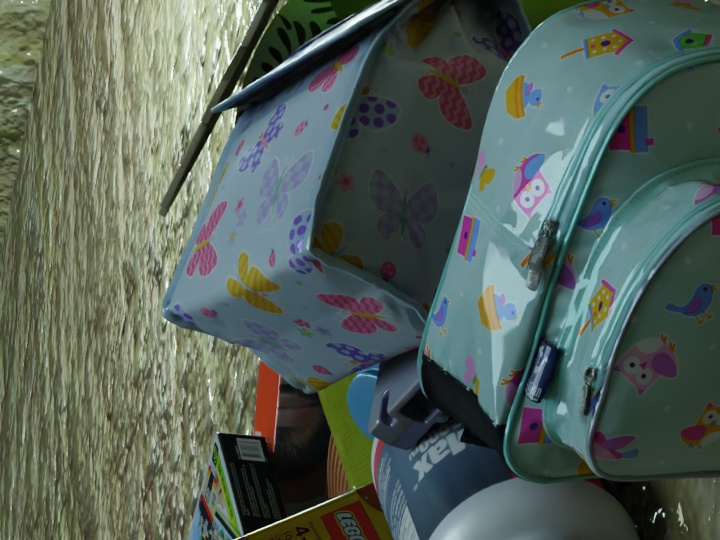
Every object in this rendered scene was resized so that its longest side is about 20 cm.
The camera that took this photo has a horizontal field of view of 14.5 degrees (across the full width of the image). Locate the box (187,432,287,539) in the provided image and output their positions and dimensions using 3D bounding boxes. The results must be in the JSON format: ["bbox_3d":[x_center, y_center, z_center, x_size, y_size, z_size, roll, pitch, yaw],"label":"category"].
[{"bbox_3d":[-0.071,0.202,1.755,0.200,0.035,0.110,-111,32,-57],"label":"box"}]

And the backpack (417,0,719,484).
[{"bbox_3d":[0.132,-0.011,1.193,0.153,0.175,0.201,30,115,56],"label":"backpack"}]

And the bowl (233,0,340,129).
[{"bbox_3d":[0.025,-0.084,1.715,0.094,0.200,0.202,20,108,39],"label":"bowl"}]

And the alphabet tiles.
[{"bbox_3d":[-0.065,-0.126,1.595,0.167,0.006,0.200,-61,3,40],"label":"alphabet tiles"}]

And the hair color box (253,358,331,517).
[{"bbox_3d":[-0.011,0.102,1.846,0.064,0.110,0.201,176,98,-75],"label":"hair color box"}]

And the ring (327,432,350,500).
[{"bbox_3d":[0.024,0.179,1.692,0.200,0.019,0.201,166,90,-72],"label":"ring"}]

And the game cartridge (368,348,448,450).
[{"bbox_3d":[0.070,-0.010,1.430,0.200,0.038,0.130,-49,19,46],"label":"game cartridge"}]

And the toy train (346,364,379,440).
[{"bbox_3d":[0.000,0.000,1.584,0.200,0.116,0.085,54,131,8],"label":"toy train"}]

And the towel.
[{"bbox_3d":[-0.009,0.071,1.656,0.086,0.018,0.201,127,126,-68],"label":"towel"}]

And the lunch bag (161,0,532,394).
[{"bbox_3d":[-0.002,-0.058,1.447,0.169,0.127,0.201,-23,42,58],"label":"lunch bag"}]

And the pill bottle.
[{"bbox_3d":[0.080,0.140,1.449,0.200,0.119,0.120,-113,31,-61],"label":"pill bottle"}]

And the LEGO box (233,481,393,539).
[{"bbox_3d":[-0.009,0.239,1.564,0.201,0.148,0.077,61,154,18],"label":"LEGO box"}]

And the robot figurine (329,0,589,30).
[{"bbox_3d":[0.057,-0.152,1.587,0.176,0.116,0.200,-49,47,6],"label":"robot figurine"}]
